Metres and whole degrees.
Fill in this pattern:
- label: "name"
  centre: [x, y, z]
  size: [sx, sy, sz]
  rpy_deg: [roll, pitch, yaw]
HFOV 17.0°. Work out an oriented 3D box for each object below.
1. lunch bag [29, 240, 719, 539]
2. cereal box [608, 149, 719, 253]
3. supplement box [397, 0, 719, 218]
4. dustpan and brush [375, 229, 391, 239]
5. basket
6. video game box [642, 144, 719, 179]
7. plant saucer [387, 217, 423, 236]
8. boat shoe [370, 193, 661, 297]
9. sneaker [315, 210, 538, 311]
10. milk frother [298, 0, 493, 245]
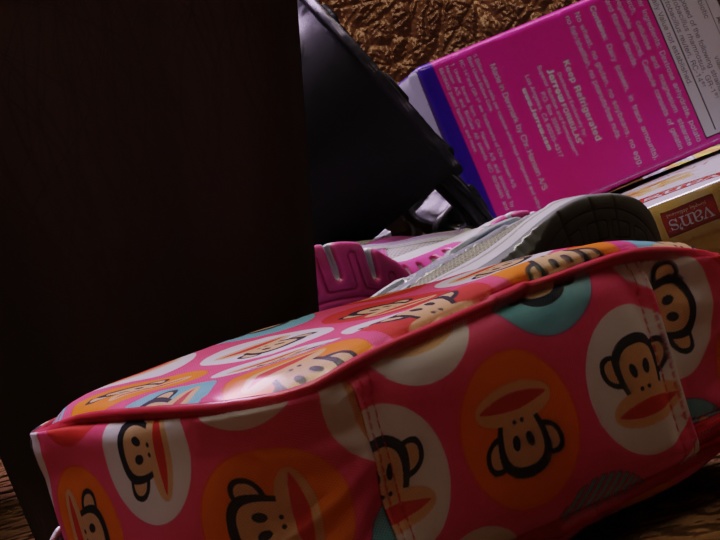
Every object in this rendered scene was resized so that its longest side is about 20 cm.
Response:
- label: "lunch bag"
  centre: [0.002, 0.047, 0.746]
  size: [0.200, 0.082, 0.176]
  rpy_deg: [-18, 6, -34]
- label: "cereal box"
  centre: [0.142, -0.021, 1.240]
  size: [0.144, 0.040, 0.200]
  rpy_deg: [-22, 2, 17]
- label: "supplement box"
  centre: [0.124, -0.092, 1.310]
  size: [0.200, 0.103, 0.101]
  rpy_deg: [-22, 0, -14]
- label: "dustpan and brush"
  centre: [0.000, 0.000, 1.361]
  size: [0.139, 0.057, 0.200]
  rpy_deg: [-14, 5, -8]
- label: "basket"
  centre: [-0.089, -0.006, 0.888]
  size: [0.180, 0.200, 0.136]
  rpy_deg: [-11, 5, 12]
- label: "video game box"
  centre: [0.281, -0.072, 1.516]
  size: [0.200, 0.047, 0.182]
  rpy_deg: [-13, 3, 3]
- label: "plant saucer"
  centre: [-0.040, -0.013, 1.457]
  size: [0.200, 0.032, 0.200]
  rpy_deg: [-17, -18, -6]
- label: "boat shoe"
  centre: [0.053, 0.018, 0.986]
  size: [0.065, 0.075, 0.202]
  rpy_deg: [-2, 18, 44]
- label: "sneaker"
  centre: [-0.001, 0.027, 1.036]
  size: [0.200, 0.081, 0.088]
  rpy_deg: [-9, -3, -41]
- label: "milk frother"
  centre: [-0.042, -0.012, 1.158]
  size: [0.188, 0.200, 0.181]
  rpy_deg: [-41, 27, 2]
